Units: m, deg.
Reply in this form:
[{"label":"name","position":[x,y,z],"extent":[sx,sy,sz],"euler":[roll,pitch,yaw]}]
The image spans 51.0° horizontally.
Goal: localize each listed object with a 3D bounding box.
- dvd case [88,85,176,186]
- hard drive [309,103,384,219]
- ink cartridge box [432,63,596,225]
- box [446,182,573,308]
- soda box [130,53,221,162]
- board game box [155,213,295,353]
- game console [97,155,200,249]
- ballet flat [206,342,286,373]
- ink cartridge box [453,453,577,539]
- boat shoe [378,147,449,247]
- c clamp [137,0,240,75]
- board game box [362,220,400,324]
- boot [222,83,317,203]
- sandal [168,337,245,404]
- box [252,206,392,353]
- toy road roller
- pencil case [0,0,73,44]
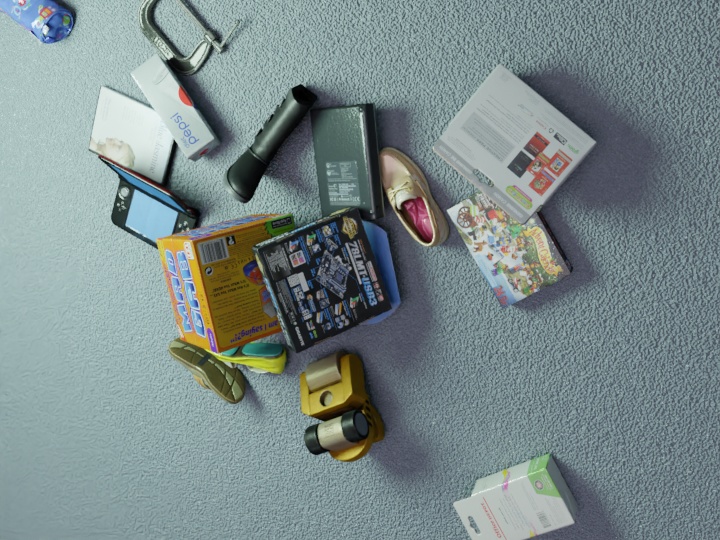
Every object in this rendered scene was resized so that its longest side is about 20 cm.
[{"label":"dvd case","position":[-0.467,-0.276,1.552],"extent":[0.198,0.018,0.144],"euler":[25,111,14]},{"label":"hard drive","position":[-0.026,-0.196,1.365],"extent":[0.139,0.033,0.202],"euler":[6,107,42]},{"label":"ink cartridge box","position":[0.243,-0.196,1.222],"extent":[0.200,0.084,0.176],"euler":[42,93,7]},{"label":"box","position":[0.258,-0.053,1.308],"extent":[0.136,0.038,0.201],"euler":[-30,91,26]},{"label":"soda box","position":[-0.357,-0.314,1.463],"extent":[0.068,0.063,0.201],"euler":[-34,89,2]},{"label":"board game box","position":[-0.232,0.016,1.392],"extent":[0.199,0.198,0.202],"euler":[4,109,57]},{"label":"game console","position":[-0.440,-0.122,1.527],"extent":[0.199,0.119,0.174],"euler":[28,112,13]},{"label":"ballet flat","position":[-0.244,0.175,1.560],"extent":[0.198,0.067,0.068],"euler":[9,128,18]},{"label":"ink cartridge box","position":[0.287,0.435,1.407],"extent":[0.199,0.067,0.118],"euler":[-28,93,24]},{"label":"boat shoe","position":[0.087,-0.130,1.339],"extent":[0.074,0.069,0.201],"euler":[-36,88,26]},{"label":"c clamp","position":[-0.338,-0.473,1.449],"extent":[0.200,0.027,0.171],"euler":[44,120,5]},{"label":"board game box","position":[0.000,0.000,1.427],"extent":[0.157,0.039,0.202],"euler":[-8,99,28]},{"label":"boot","position":[-0.161,-0.232,1.368],"extent":[0.065,0.166,0.200],"euler":[36,117,-22]},{"label":"sandal","position":[-0.324,0.216,1.596],"extent":[0.199,0.080,0.054],"euler":[33,129,13]},{"label":"box","position":[-0.065,0.015,1.331],"extent":[0.197,0.050,0.202],"euler":[-25,104,-18]},{"label":"toy road roller","position":[-0.029,0.273,1.481],"extent":[0.122,0.146,0.202],"euler":[-24,57,26]},{"label":"pencil case","position":[-0.682,-0.536,1.537],"extent":[0.199,0.078,0.087],"euler":[35,91,11]}]
